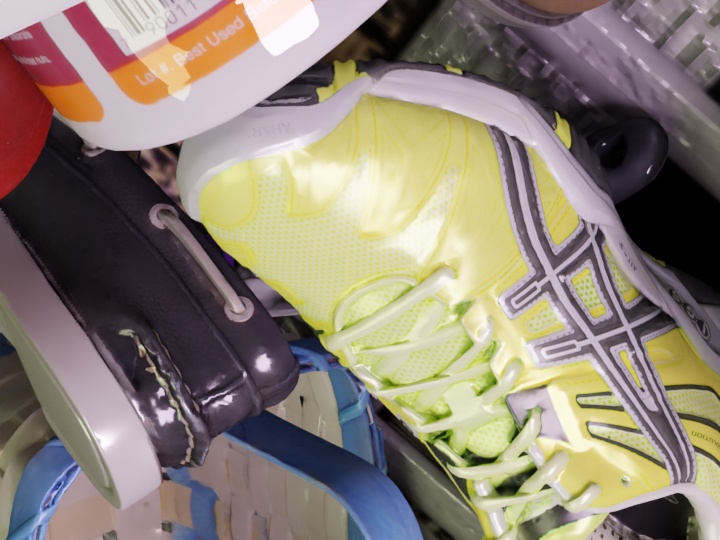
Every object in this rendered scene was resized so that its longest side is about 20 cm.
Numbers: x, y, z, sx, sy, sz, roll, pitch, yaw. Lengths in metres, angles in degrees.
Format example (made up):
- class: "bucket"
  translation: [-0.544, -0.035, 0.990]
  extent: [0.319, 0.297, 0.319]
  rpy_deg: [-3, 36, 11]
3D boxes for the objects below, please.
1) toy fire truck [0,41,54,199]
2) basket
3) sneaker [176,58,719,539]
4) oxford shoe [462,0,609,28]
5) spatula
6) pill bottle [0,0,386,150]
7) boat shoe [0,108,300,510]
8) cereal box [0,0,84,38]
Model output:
- class: "toy fire truck"
  translation: [-0.135, -0.085, 0.716]
  extent: [0.128, 0.200, 0.177]
  rpy_deg: [-25, 89, 40]
- class: "basket"
  translation: [-0.043, 0.107, 0.889]
  extent: [0.200, 0.139, 0.177]
  rpy_deg: [25, 129, 43]
- class: "sneaker"
  translation: [0.038, 0.020, 0.695]
  extent: [0.200, 0.077, 0.075]
  rpy_deg: [33, 133, -33]
- class: "oxford shoe"
  translation: [0.031, -0.122, 0.564]
  extent: [0.084, 0.073, 0.201]
  rpy_deg: [15, 144, 32]
- class: "spatula"
  translation: [0.000, 0.000, 0.765]
  extent: [0.199, 0.057, 0.021]
  rpy_deg: [-22, 144, 34]
- class: "pill bottle"
  translation: [-0.074, -0.133, 0.634]
  extent: [0.109, 0.110, 0.200]
  rpy_deg: [-5, 128, 53]
- class: "boat shoe"
  translation: [-0.084, -0.022, 0.783]
  extent: [0.200, 0.060, 0.074]
  rpy_deg: [50, 162, 41]
- class: "cereal box"
  translation: [-0.069, -0.121, 0.540]
  extent: [0.199, 0.040, 0.144]
  rpy_deg: [-21, 112, 34]
